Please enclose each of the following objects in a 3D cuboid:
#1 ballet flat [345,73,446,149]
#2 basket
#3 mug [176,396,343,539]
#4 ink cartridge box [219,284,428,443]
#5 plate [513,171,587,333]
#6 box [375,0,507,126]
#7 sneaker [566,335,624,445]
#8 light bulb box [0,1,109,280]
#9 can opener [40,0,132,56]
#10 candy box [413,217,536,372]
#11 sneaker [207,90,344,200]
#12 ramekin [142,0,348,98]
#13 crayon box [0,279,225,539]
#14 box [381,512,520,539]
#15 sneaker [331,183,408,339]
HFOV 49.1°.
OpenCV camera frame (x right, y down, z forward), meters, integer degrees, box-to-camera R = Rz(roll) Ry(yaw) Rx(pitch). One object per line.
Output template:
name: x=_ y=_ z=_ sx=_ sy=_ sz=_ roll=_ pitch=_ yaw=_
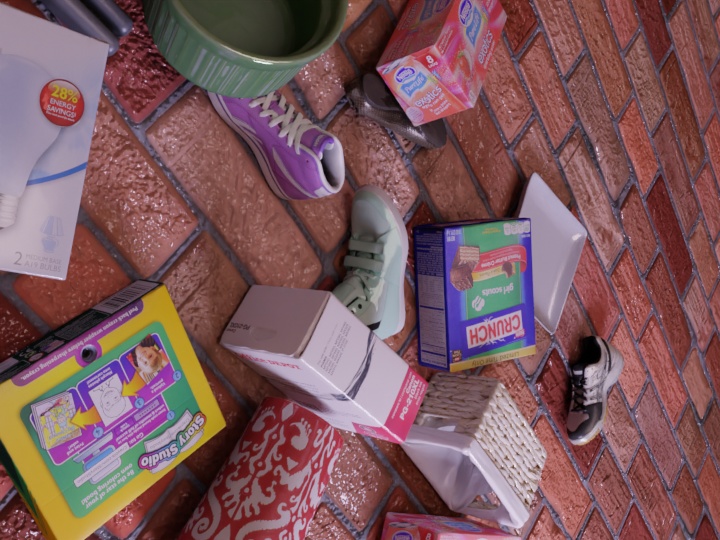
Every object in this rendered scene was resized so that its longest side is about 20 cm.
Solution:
ballet flat: x=0.049 y=-0.206 z=1.043 sx=0.199 sy=0.046 sz=0.068 roll=12 pitch=66 yaw=-50
basket: x=0.164 y=0.251 z=1.124 sx=0.201 sy=0.134 sz=0.124 roll=55 pitch=53 yaw=-31
mug: x=-0.114 y=0.260 z=0.883 sx=0.132 sy=0.178 sz=0.201 roll=29 pitch=64 yaw=-3
ink cartridge box: x=-0.040 y=0.106 z=0.902 sx=0.200 sy=0.144 sz=0.085 roll=45 pitch=62 yaw=-37
plate: x=0.291 y=-0.026 z=1.296 sx=0.199 sy=0.032 sz=0.202 roll=37 pitch=68 yaw=-40
box: x=0.109 y=-0.299 z=1.026 sx=0.103 sy=0.094 sz=0.201 roll=49 pitch=47 yaw=-31
sneaker: x=0.397 y=0.208 z=1.402 sx=0.087 sy=0.075 sz=0.201 roll=40 pitch=60 yaw=-23
light bulb box: x=-0.327 y=-0.110 z=0.620 sx=0.197 sy=0.124 sz=0.203 roll=12 pitch=86 yaw=-44
can opener: x=-0.281 y=-0.276 z=0.698 sx=0.200 sy=0.066 sz=0.053 roll=49 pitch=59 yaw=-40
candy box: x=0.165 y=0.031 z=1.129 sx=0.167 sy=0.077 sz=0.203 roll=-8 pitch=99 yaw=-33
sneaker: x=-0.082 y=-0.166 z=0.864 sx=0.073 sy=0.114 sz=0.201 roll=-52 pitch=124 yaw=-26
ramekin: x=-0.120 y=-0.273 z=0.787 sx=0.198 sy=0.098 sz=0.203 roll=9 pitch=69 yaw=-26
crayon box: x=-0.247 y=0.134 z=0.763 sx=0.199 sy=0.058 sz=0.174 roll=-36 pitch=118 yaw=-37
box: x=0.125 y=0.404 z=1.107 sx=0.199 sy=0.102 sz=0.096 roll=20 pitch=79 yaw=-42
sneaker: x=0.000 y=0.000 z=0.979 sx=0.118 sy=0.073 sz=0.203 roll=-22 pitch=111 yaw=-48
